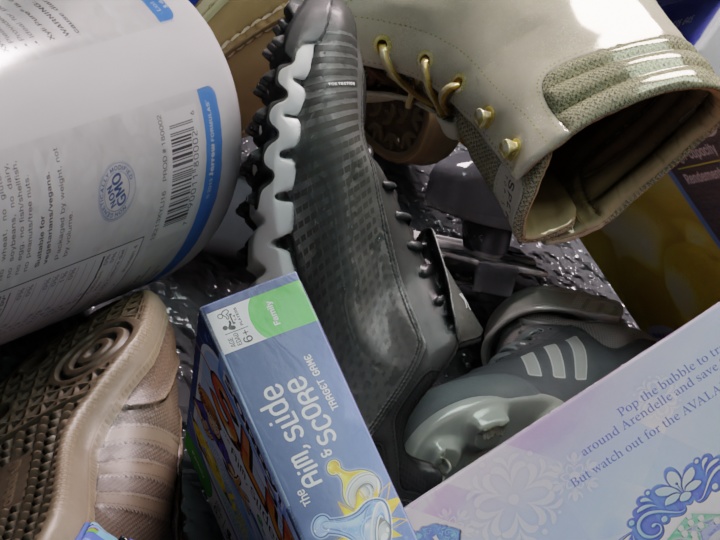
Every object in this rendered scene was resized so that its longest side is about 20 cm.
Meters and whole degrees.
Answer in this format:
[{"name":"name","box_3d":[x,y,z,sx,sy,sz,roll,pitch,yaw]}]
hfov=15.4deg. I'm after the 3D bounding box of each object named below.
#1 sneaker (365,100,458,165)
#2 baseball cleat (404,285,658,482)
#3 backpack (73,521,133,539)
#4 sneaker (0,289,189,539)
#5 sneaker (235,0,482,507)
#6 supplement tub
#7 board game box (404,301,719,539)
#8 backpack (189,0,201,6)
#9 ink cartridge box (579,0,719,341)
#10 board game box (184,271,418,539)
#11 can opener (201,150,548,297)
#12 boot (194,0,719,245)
[{"name":"sneaker","box_3d":[0.023,-0.127,1.253,0.090,0.067,0.200,2,43,-35]},{"name":"baseball cleat","box_3d":[0.064,0.054,1.086,0.200,0.070,0.106,4,31,-47]},{"name":"backpack","box_3d":[-0.054,0.195,0.723,0.200,0.135,0.183,41,34,1]},{"name":"sneaker","box_3d":[-0.092,0.083,0.905,0.076,0.070,0.200,57,22,-21]},{"name":"sneaker","box_3d":[0.000,0.000,0.974,0.090,0.201,0.066,3,-3,-8]},{"name":"supplement tub","box_3d":[-0.145,-0.036,0.925,0.132,0.132,0.200,46,34,15]},{"name":"board game box","box_3d":[0.112,0.135,0.910,0.199,0.200,0.043,57,0,27]},{"name":"backpack","box_3d":[-0.086,-0.174,1.123,0.162,0.168,0.200,11,42,-24]},{"name":"ink cartridge box","box_3d":[0.130,-0.051,1.112,0.047,0.198,0.200,-40,100,-17]},{"name":"board game box","box_3d":[0.000,0.116,0.834,0.034,0.135,0.200,-20,71,-13]},{"name":"can opener","box_3d":[-0.004,-0.031,1.100,0.199,0.067,0.053,12,7,-33]},{"name":"boot","box_3d":[0.027,-0.069,1.022,0.155,0.200,0.072,65,5,35]}]
